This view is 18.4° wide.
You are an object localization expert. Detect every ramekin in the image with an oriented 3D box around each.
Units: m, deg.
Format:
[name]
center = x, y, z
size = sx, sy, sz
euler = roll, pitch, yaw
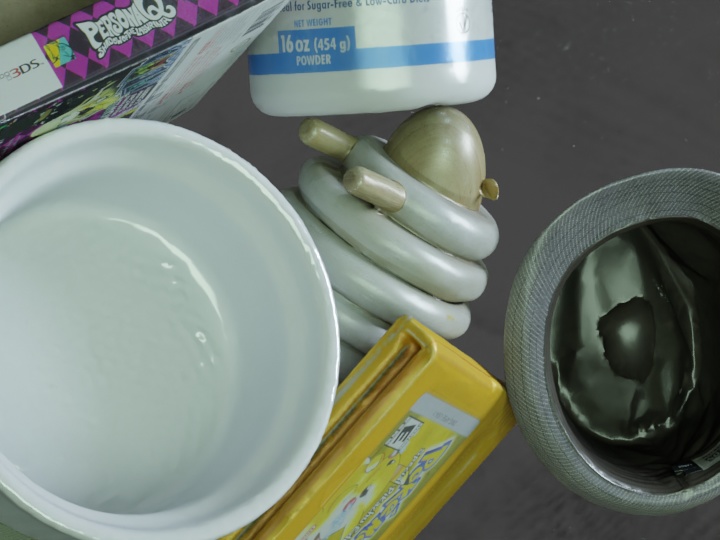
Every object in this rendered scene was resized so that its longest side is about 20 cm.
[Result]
[ramekin]
center = -0.118, 0.037, 1.057
size = 0.199, 0.098, 0.202
euler = 6, 75, -25

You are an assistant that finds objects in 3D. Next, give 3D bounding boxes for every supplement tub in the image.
[supplement tub]
center = 0.000, -0.184, 1.147
size = 0.131, 0.132, 0.202
euler = -6, 97, -11

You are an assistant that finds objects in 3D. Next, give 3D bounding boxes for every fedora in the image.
[fedora]
center = 0.155, 0.032, 1.237
size = 0.176, 0.090, 0.201
euler = -22, 109, -7

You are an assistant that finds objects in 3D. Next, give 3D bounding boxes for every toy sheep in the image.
[toy sheep]
center = 0.000, 0.000, 1.181
size = 0.137, 0.138, 0.201
euler = 32, 105, -15

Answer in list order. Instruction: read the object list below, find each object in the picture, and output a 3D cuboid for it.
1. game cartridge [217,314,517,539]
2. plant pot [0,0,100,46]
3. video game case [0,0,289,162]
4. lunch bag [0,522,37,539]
[game cartridge]
center = 0.003, 0.115, 1.168
size = 0.032, 0.200, 0.177
euler = 42, 93, 23
[plant pot]
center = -0.239, -0.161, 1.090
size = 0.186, 0.187, 0.201
euler = -30, 89, -6
[video game case]
center = -0.133, -0.087, 1.079
size = 0.181, 0.200, 0.036
euler = -29, 87, -25
[lunch bag]
center = -0.188, 0.104, 1.147
size = 0.164, 0.117, 0.201
euler = 34, 89, -32
